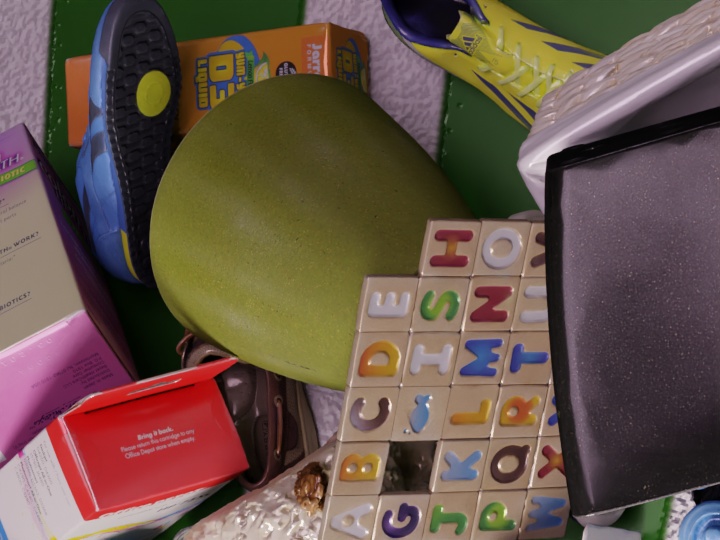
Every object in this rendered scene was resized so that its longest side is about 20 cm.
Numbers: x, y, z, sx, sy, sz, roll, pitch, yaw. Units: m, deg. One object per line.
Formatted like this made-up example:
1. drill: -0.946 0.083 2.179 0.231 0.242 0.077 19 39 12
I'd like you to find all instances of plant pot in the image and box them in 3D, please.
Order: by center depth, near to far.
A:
1. plant pot: 0.186 0.007 1.364 0.200 0.200 0.178 -16 94 6
2. plant pot: 0.000 0.000 1.526 0.200 0.187 0.187 35 98 52

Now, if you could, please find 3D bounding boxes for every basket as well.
1. basket: 0.208 -0.080 1.495 0.200 0.123 0.136 -29 108 17

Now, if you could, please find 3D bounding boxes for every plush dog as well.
1. plush dog: 0.006 0.191 1.542 0.200 0.160 0.172 -33 92 -10

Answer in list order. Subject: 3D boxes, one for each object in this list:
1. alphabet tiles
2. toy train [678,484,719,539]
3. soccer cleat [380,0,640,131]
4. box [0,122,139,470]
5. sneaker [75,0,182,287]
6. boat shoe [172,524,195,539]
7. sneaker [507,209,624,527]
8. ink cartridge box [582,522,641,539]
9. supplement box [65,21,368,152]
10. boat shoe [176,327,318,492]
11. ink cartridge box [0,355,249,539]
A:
1. alphabet tiles: 0.066 0.066 1.459 0.008 0.167 0.200 38 122 56
2. toy train: 0.235 0.101 1.502 0.114 0.087 0.200 -16 76 15
3. soccer cleat: 0.093 -0.133 1.599 0.200 0.084 0.065 32 95 24
4. box: -0.258 0.031 1.662 0.176 0.097 0.200 -27 45 2
5. sneaker: -0.159 -0.086 1.644 0.078 0.066 0.200 22 124 41
6. boat shoe: -0.079 0.255 1.625 0.072 0.071 0.200 -31 71 17
7. sneaker: 0.108 0.067 1.577 0.084 0.075 0.200 -22 76 38
8. ink cartridge box: 0.108 0.248 1.518 0.068 0.115 0.200 8 85 24
9. supplement box: -0.095 -0.119 1.692 0.200 0.069 0.067 -6 81 21
10. boat shoe: -0.081 0.053 1.656 0.072 0.072 0.200 -18 75 21
11. ink cartridge box: -0.153 0.128 1.601 0.200 0.116 0.067 -40 70 52
